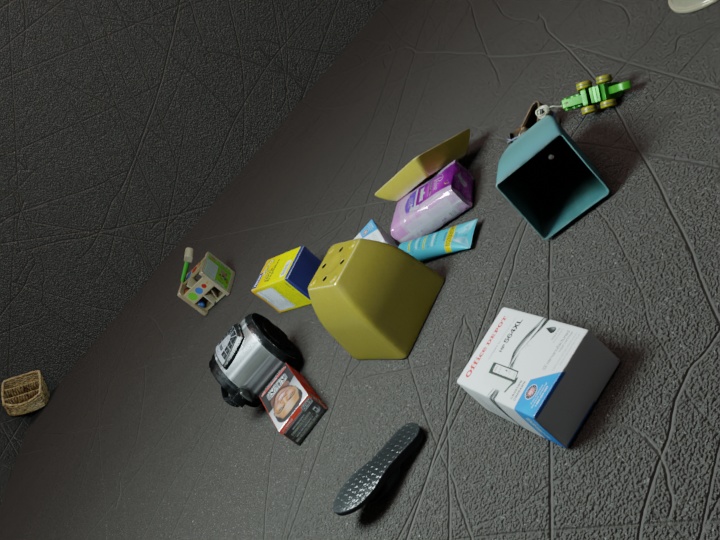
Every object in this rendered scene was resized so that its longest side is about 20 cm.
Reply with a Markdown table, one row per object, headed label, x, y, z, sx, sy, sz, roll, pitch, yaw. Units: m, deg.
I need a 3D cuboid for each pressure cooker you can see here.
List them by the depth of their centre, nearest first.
| label | x | y | z | sx | sy | sz | roll | pitch | yaw |
| --- | --- | --- | --- | --- | --- | --- | --- | --- | --- |
| pressure cooker | -0.262 | 0.228 | 1.829 | 0.200 | 0.179 | 0.176 | -48 | -17 | 7 |

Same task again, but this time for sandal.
| label | x | y | z | sx | sy | sz | roll | pitch | yaw |
| --- | --- | --- | --- | --- | --- | --- | --- | --- | --- |
| sandal | 0.039 | 0.343 | 1.283 | 0.200 | 0.048 | 0.075 | -42 | 21 | -11 |

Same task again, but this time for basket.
| label | x | y | z | sx | sy | sz | roll | pitch | yaw |
| --- | --- | --- | --- | --- | --- | --- | --- | --- | --- |
| basket | -1.633 | 0.599 | 3.712 | 0.197 | 0.151 | 0.143 | -15 | 25 | -4 |

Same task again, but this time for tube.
| label | x | y | z | sx | sy | sz | roll | pitch | yaw |
| --- | --- | --- | --- | --- | --- | --- | --- | --- | --- |
| tube | 0.165 | -0.055 | 1.626 | 0.199 | 0.050 | 0.078 | -17 | 48 | 45 |

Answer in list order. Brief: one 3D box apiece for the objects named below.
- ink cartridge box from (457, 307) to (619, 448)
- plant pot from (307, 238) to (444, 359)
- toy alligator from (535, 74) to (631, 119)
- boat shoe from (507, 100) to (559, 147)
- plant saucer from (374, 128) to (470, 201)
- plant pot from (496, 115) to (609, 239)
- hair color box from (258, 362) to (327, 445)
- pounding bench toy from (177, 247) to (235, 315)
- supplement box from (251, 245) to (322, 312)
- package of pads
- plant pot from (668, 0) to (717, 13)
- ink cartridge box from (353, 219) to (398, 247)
| label | x | y | z | sx | sy | sz | roll | pitch | yaw |
| --- | --- | --- | --- | --- | --- | --- | --- | --- | --- |
| ink cartridge box | 0.251 | 0.148 | 1.117 | 0.147 | 0.084 | 0.199 | -55 | 24 | -10 |
| plant pot | 0.012 | 0.044 | 1.559 | 0.194 | 0.200 | 0.196 | -9 | 46 | 56 |
| toy alligator | 0.441 | -0.336 | 1.500 | 0.198 | 0.060 | 0.054 | -11 | 3 | 43 |
| boat shoe | 0.336 | -0.259 | 1.566 | 0.072 | 0.072 | 0.202 | -12 | 44 | 56 |
| plant saucer | 0.154 | -0.235 | 1.791 | 0.199 | 0.049 | 0.200 | -32 | -3 | -34 |
| plant pot | 0.337 | -0.190 | 1.389 | 0.141 | 0.141 | 0.201 | -39 | 19 | 25 |
| hair color box | -0.151 | 0.288 | 1.676 | 0.102 | 0.061 | 0.200 | -51 | 24 | -3 |
| pounding bench toy | -0.560 | 0.028 | 2.620 | 0.155 | 0.200 | 0.125 | -38 | 26 | 25 |
| supplement box | -0.186 | 0.026 | 2.056 | 0.199 | 0.109 | 0.110 | -17 | 40 | 52 |
| package of pads | 0.159 | -0.146 | 1.722 | 0.199 | 0.075 | 0.121 | -34 | 29 | 35 |
| plant pot | 0.623 | -0.627 | 1.439 | 0.200 | 0.183 | 0.202 | -40 | 25 | 23 |
| ink cartridge box | 0.000 | 0.000 | 1.789 | 0.200 | 0.084 | 0.145 | -46 | 23 | 9 |
